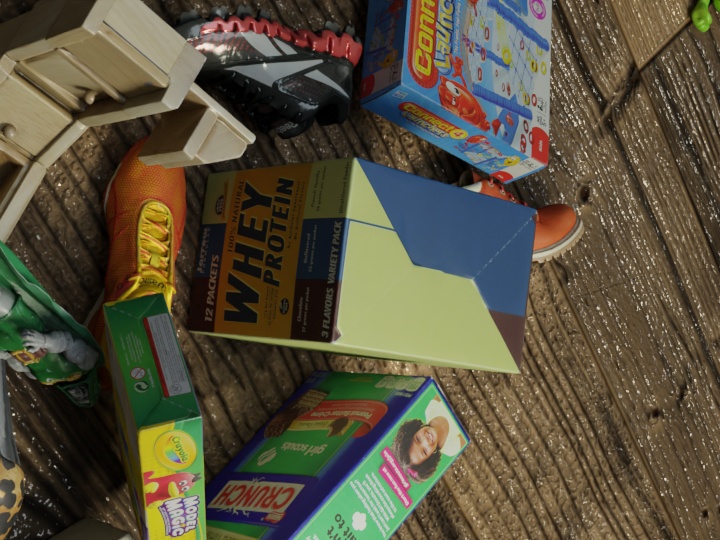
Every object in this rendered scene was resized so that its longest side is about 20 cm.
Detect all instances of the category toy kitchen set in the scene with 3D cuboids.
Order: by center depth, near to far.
[{"bbox_3d":[-0.190,-0.064,0.794,0.163,0.199,0.182,38,68,-32],"label":"toy kitchen set"}]

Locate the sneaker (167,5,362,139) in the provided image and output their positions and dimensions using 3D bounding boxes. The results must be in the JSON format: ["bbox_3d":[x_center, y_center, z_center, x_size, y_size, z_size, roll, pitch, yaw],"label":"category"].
[{"bbox_3d":[-0.081,-0.161,0.966,0.199,0.070,0.099,1,87,-40],"label":"sneaker"}]

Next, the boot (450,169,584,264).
[{"bbox_3d":[0.141,-0.053,1.150,0.199,0.075,0.108,-18,96,-37],"label":"boot"}]

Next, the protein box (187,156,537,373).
[{"bbox_3d":[0.000,0.000,0.949,0.197,0.199,0.136,12,83,-38],"label":"protein box"}]

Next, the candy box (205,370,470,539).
[{"bbox_3d":[-0.036,0.173,0.941,0.200,0.168,0.077,-47,114,-29],"label":"candy box"}]

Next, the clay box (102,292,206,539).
[{"bbox_3d":[-0.144,0.128,0.832,0.047,0.115,0.201,-12,138,-16],"label":"clay box"}]

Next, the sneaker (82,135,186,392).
[{"bbox_3d":[-0.163,-0.005,0.898,0.073,0.077,0.202,13,80,-36],"label":"sneaker"}]

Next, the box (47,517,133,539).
[{"bbox_3d":[-0.249,0.258,0.825,0.199,0.082,0.069,-28,107,-34],"label":"box"}]

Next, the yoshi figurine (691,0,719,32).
[{"bbox_3d":[0.432,-0.341,1.365,0.199,0.112,0.113,24,82,-33],"label":"yoshi figurine"}]

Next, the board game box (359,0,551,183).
[{"bbox_3d":[0.095,-0.212,1.091,0.195,0.056,0.202,22,63,-38],"label":"board game box"}]

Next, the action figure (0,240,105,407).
[{"bbox_3d":[-0.238,0.035,0.792,0.200,0.117,0.055,50,41,-44],"label":"action figure"}]

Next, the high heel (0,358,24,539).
[{"bbox_3d":[-0.314,0.130,0.774,0.199,0.071,0.144,-4,86,-48],"label":"high heel"}]
